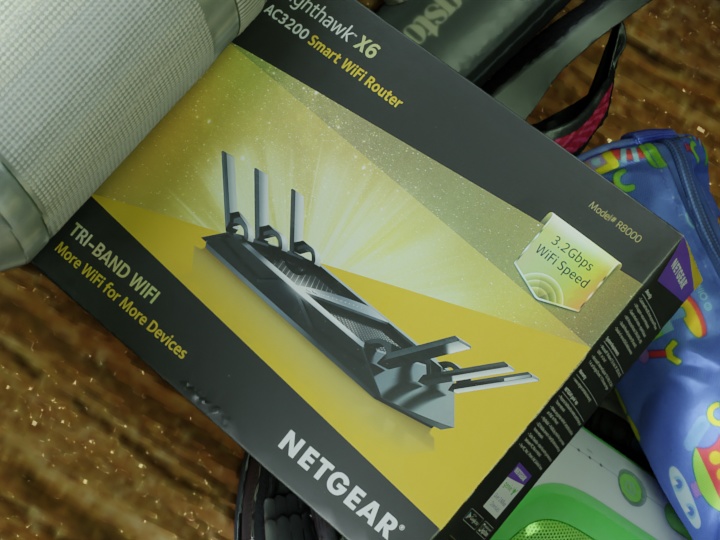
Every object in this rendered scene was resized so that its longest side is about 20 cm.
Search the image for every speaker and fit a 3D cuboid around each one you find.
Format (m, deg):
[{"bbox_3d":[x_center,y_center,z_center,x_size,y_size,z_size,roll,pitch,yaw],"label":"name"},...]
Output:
[{"bbox_3d":[0.096,0.117,0.850,0.200,0.088,0.089,34,79,-25],"label":"speaker"}]

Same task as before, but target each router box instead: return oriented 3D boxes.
[{"bbox_3d":[0.000,0.000,0.784,0.200,0.052,0.157,38,85,25],"label":"router box"}]

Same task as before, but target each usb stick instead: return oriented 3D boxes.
[{"bbox_3d":[0.042,-0.106,0.875,0.055,0.033,0.200,44,77,9],"label":"usb stick"}]

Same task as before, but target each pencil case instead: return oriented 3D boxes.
[{"bbox_3d":[0.139,0.037,0.822,0.078,0.087,0.200,-10,65,-37],"label":"pencil case"}]

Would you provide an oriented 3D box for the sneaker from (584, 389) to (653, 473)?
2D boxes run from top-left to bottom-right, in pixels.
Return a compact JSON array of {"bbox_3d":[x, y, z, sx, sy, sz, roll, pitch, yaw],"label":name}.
[{"bbox_3d":[0.197,0.074,0.900,0.200,0.076,0.077,25,82,-15],"label":"sneaker"}]

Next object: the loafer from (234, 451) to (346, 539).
[{"bbox_3d":[-0.007,0.150,0.840,0.072,0.063,0.201,-3,90,-19],"label":"loafer"}]

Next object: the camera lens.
[{"bbox_3d":[-0.127,-0.112,0.756,0.160,0.160,0.200,44,77,-12],"label":"camera lens"}]

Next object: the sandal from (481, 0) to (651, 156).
[{"bbox_3d":[0.061,-0.053,0.864,0.200,0.075,0.045,-43,96,-6],"label":"sandal"}]

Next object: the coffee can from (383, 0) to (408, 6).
[{"bbox_3d":[0.001,-0.224,0.808,0.146,0.146,0.200,-45,102,-14],"label":"coffee can"}]
